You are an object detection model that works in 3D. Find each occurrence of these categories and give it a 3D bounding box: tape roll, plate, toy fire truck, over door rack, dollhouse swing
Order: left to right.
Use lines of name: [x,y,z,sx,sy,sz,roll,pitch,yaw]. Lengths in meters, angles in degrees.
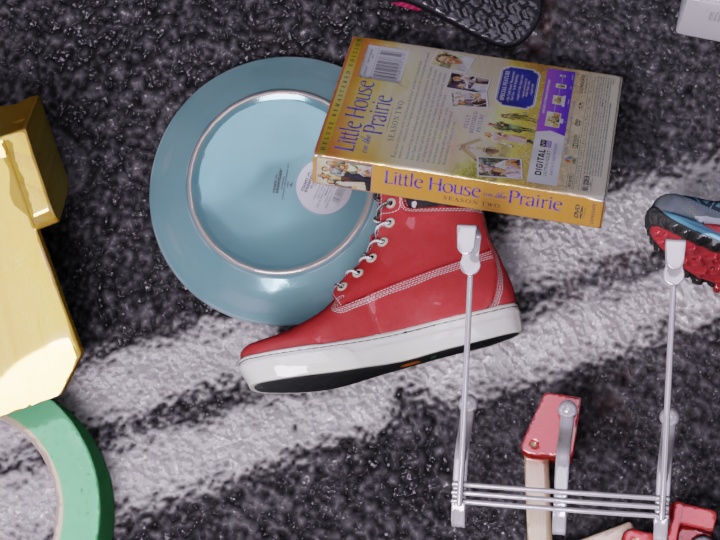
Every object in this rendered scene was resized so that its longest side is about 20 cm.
dollhouse swing: [-0.292,0.003,1.263,0.199,0.182,0.177,-20,107,0]
tape roll: [-0.273,0.171,1.244,0.199,0.048,0.202,-1,78,5]
plate: [-0.056,-0.061,1.289,0.198,0.026,0.202,-1,77,5]
over door rack: [0.134,0.070,1.161,0.146,0.067,0.202,3,100,8]
toy fire truck: [0.164,0.194,1.201,0.140,0.049,0.202,12,80,8]

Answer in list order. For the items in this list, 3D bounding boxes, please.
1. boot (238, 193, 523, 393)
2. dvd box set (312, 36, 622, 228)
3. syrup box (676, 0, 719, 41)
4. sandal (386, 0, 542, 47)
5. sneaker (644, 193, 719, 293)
boot: [0.000,0.000,1.239,0.198,0.072,0.145,-15,81,-11]
dvd box set: [0.077,-0.098,1.242,0.198,0.030,0.147,9,41,5]
syrup box: [0.283,-0.266,1.276,0.078,0.081,0.202,12,80,6]
sandal: [0.038,-0.223,1.313,0.199,0.045,0.075,30,87,-4]
sneaker: [0.294,-0.030,1.235,0.198,0.079,0.096,14,69,-1]
